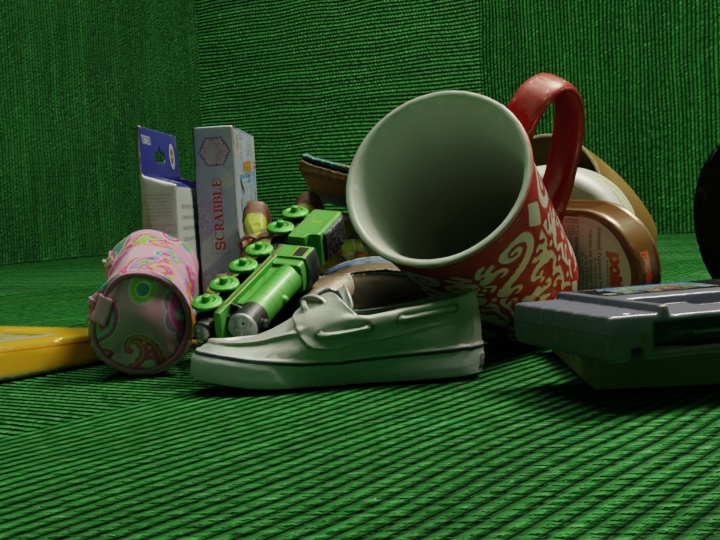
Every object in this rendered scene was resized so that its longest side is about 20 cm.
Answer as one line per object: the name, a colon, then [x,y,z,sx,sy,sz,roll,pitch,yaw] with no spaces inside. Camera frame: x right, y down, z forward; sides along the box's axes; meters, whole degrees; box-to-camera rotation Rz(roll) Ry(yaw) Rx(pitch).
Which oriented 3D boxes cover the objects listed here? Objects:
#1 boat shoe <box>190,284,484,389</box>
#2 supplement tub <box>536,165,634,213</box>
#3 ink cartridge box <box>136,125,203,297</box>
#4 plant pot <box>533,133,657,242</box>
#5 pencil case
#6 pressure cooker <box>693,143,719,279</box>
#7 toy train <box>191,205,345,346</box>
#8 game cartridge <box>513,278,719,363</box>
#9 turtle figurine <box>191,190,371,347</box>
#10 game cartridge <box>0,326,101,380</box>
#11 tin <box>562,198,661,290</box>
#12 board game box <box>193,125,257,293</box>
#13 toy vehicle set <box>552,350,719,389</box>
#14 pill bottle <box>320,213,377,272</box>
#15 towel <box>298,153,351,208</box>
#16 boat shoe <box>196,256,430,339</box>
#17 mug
boat shoe: [-0.016,0.042,0.825,0.199,0.066,0.074,-3,4,-9]
supplement tub: [0.193,-0.028,1.171,0.145,0.146,0.200,-2,3,15]
ink cartridge box: [-0.175,-0.037,1.182,0.040,0.201,0.200,-3,4,2]
plant pot: [0.275,-0.055,1.498,0.186,0.187,0.200,0,-8,45]
pencil case: [-0.174,0.021,0.984,0.087,0.088,0.200,-3,13,-7]
pressure cooker: [0.436,-0.052,1.124,0.199,0.176,0.179,-8,8,-20]
toy train: [-0.065,0.003,0.922,0.056,0.042,0.200,6,28,19]
game cartridge: [0.208,0.026,0.740,0.199,0.039,0.130,-4,8,-17]
turtle figurine: [-0.085,-0.010,1.076,0.200,0.064,0.161,-24,28,15]
game cartridge: [-0.318,0.066,0.985,0.176,0.033,0.200,-1,5,32]
tin: [0.156,-0.003,1.025,0.200,0.112,0.042,6,18,42]
board game box: [-0.132,-0.043,1.246,0.041,0.200,0.200,-3,3,1]
toy vehicle set: [0.204,0.050,0.831,0.124,0.027,0.200,-3,3,2]
pill bottle: [0.000,0.000,1.163,0.109,0.110,0.200,-5,5,-31]
towel: [0.020,-0.070,1.107,0.146,0.022,0.200,14,-4,2]
boat shoe: [-0.033,0.039,0.967,0.199,0.072,0.072,-13,8,1]
mug: [0.107,-0.035,0.900,0.177,0.134,0.200,-26,-31,11]
